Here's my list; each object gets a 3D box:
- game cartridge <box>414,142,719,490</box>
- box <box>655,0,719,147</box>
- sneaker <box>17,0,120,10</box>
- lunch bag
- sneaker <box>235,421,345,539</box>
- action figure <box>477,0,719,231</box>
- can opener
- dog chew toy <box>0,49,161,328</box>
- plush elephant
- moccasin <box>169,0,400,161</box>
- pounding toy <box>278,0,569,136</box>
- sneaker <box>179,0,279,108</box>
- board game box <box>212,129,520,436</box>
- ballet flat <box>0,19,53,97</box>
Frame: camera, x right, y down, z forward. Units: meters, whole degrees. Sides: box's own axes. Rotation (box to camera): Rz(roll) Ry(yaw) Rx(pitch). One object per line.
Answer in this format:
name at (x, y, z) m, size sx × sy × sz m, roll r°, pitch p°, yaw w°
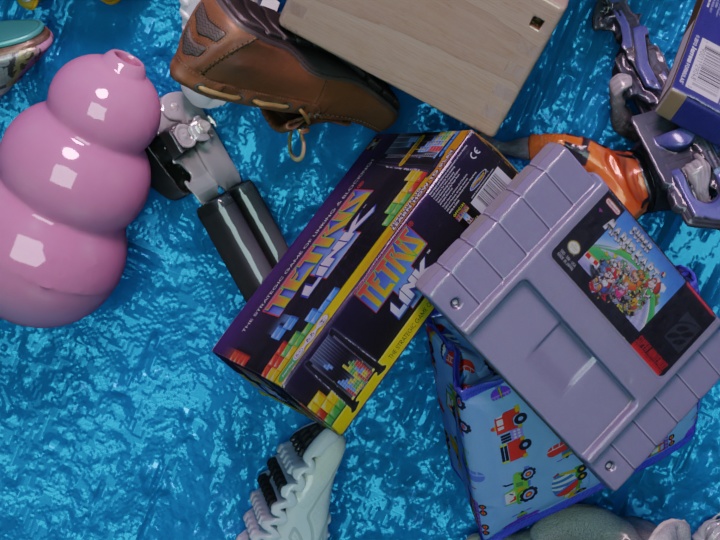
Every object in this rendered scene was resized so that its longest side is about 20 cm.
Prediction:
game cartridge at (0.142, 0.031, 0.893) m, size 0.130 × 0.038 × 0.200 m, roll -45°, pitch 114°, yaw 1°
box at (0.306, -0.107, 0.963) m, size 0.199 × 0.122 × 0.032 m, roll 27°, pitch 143°, yaw 1°
sneaker at (-0.162, -0.236, 1.002) m, size 0.198 × 0.078 × 0.083 m, roll -10°, pitch 115°, yaw 7°
lunch bag at (0.158, 0.083, 0.983) m, size 0.199 × 0.094 × 0.151 m, roll -15°, pitch 129°, yaw -4°
sneaker at (-0.051, 0.205, 1.057) m, size 0.081 × 0.075 × 0.201 m, roll 22°, pitch 102°, yaw -13°
action figure at (0.181, -0.089, 0.999) m, size 0.192 × 0.105 × 0.201 m, roll -14°, pitch 69°, yaw 0°
can opener at (-0.099, -0.039, 1.036) m, size 0.066 × 0.053 × 0.201 m, roll -29°, pitch 94°, yaw 42°
dog chew toy at (-0.203, -0.061, 0.987) m, size 0.124 × 0.125 × 0.201 m, roll 29°, pitch 109°, yaw -1°
plush elephant at (0.189, 0.243, 0.995) m, size 0.199 × 0.155 × 0.166 m, roll -25°, pitch 96°, yaw 8°
moccasin at (-0.046, -0.123, 0.951) m, size 0.078 × 0.201 × 0.074 m, roll -49°, pitch 64°, yaw 21°
pounding toy at (0.053, -0.227, 0.933) m, size 0.183 × 0.200 × 0.143 m, roll 28°, pitch 125°, yaw -2°
sneaker at (-0.095, -0.201, 0.963) m, size 0.080 × 0.077 × 0.201 m, roll 10°, pitch 127°, yaw -22°
board game box at (0.000, 0.000, 0.941) m, size 0.057 × 0.165 × 0.200 m, roll 40°, pitch 79°, yaw -20°
ballet flat at (-0.311, -0.140, 1.028) m, size 0.198 × 0.069 × 0.072 m, roll -2°, pitch 116°, yaw 8°
